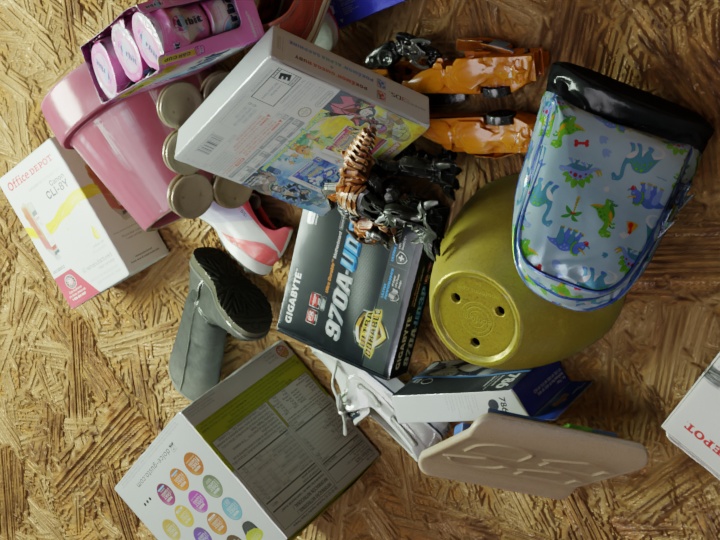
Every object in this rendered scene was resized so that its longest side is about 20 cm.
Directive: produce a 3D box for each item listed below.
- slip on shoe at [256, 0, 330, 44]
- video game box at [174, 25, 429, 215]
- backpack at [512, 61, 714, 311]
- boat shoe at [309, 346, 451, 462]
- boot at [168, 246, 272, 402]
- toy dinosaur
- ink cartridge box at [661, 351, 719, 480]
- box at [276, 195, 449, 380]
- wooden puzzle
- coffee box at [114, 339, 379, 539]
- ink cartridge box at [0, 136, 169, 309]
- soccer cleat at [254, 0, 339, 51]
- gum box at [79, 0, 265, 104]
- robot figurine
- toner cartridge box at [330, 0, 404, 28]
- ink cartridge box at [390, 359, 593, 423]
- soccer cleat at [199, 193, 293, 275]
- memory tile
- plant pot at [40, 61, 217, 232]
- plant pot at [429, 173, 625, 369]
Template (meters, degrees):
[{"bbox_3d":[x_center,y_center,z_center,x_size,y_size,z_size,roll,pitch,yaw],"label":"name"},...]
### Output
[{"bbox_3d":[-0.056,-0.305,1.175,0.074,0.061,0.201,9,78,39],"label":"slip on shoe"},{"bbox_3d":[-0.060,-0.142,1.206,0.182,0.047,0.200,22,144,-27],"label":"video game box"},{"bbox_3d":[0.210,-0.064,1.088,0.162,0.154,0.201,23,110,1],"label":"backpack"},{"bbox_3d":[0.002,0.153,1.412,0.202,0.086,0.075,38,168,10],"label":"boat shoe"},{"bbox_3d":[-0.184,0.094,1.520,0.182,0.072,0.201,53,132,44],"label":"boot"},{"bbox_3d":[0.021,-0.072,1.196,0.135,0.200,0.103,12,86,14],"label":"toy dinosaur"},{"bbox_3d":[0.397,0.112,1.114,0.147,0.083,0.200,39,129,15],"label":"ink cartridge box"},{"bbox_3d":[0.000,0.000,1.345,0.158,0.046,0.201,23,108,27],"label":"box"},{"bbox_3d":[0.174,0.185,1.253,0.184,0.047,0.200,12,156,-11],"label":"wooden puzzle"},{"bbox_3d":[-0.138,0.249,1.496,0.198,0.200,0.200,48,131,6],"label":"coffee box"},{"bbox_3d":[-0.364,-0.071,1.582,0.145,0.083,0.201,-26,95,41],"label":"ink cartridge box"},{"bbox_3d":[-0.112,-0.274,1.241,0.200,0.085,0.069,35,127,19],"label":"soccer cleat"},{"bbox_3d":[-0.184,-0.223,1.175,0.200,0.113,0.066,-5,107,62],"label":"gum box"},{"bbox_3d":[0.094,-0.170,1.216,0.199,0.058,0.146,6,115,33],"label":"robot figurine"},{"bbox_3d":[-0.023,-0.301,1.248,0.199,0.043,0.095,-13,102,39],"label":"toner cartridge box"},{"bbox_3d":[0.139,0.127,1.300,0.199,0.099,0.039,-6,106,37],"label":"ink cartridge box"},{"bbox_3d":[-0.163,-0.083,1.453,0.200,0.068,0.073,44,107,15],"label":"soccer cleat"},{"bbox_3d":[-0.123,-0.146,1.302,0.017,0.199,0.154,28,130,50],"label":"memory tile"},{"bbox_3d":[-0.230,-0.151,1.362,0.200,0.200,0.180,-29,89,41],"label":"plant pot"},{"bbox_3d":[0.147,0.020,1.214,0.199,0.142,0.201,16,120,30],"label":"plant pot"}]
